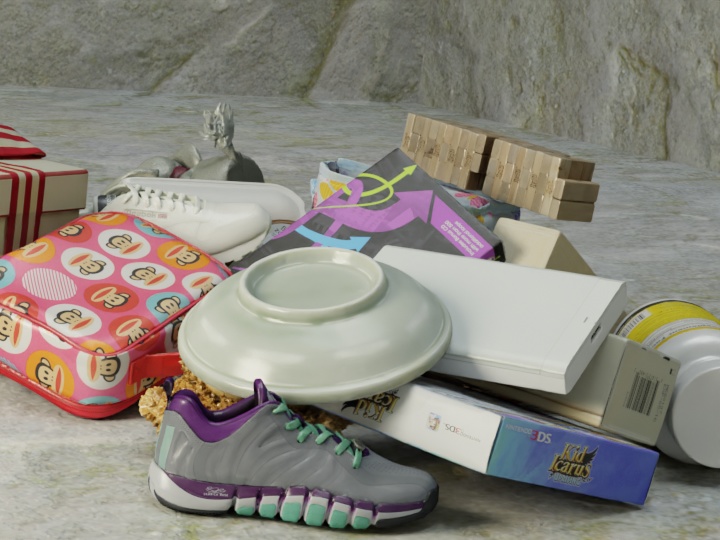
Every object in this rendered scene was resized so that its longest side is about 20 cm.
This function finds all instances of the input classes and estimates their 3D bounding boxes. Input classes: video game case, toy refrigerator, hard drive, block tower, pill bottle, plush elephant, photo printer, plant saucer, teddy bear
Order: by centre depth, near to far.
[{"bbox_3d":[-0.034,0.027,1.435,0.198,0.051,0.200,-3,25,1],"label":"plant saucer"},{"bbox_3d":[0.089,0.116,1.456,0.181,0.046,0.199,16,-1,43],"label":"video game case"},{"bbox_3d":[-0.071,0.086,1.483,0.199,0.067,0.146,6,46,-43],"label":"teddy bear"},{"bbox_3d":[0.083,0.034,1.492,0.199,0.026,0.132,9,33,25],"label":"hard drive"},{"bbox_3d":[0.272,0.095,1.638,0.110,0.112,0.200,6,11,-5],"label":"pill bottle"},{"bbox_3d":[0.168,0.036,1.734,0.070,0.076,0.200,15,-17,34],"label":"toy refrigerator"},{"bbox_3d":[0.125,-0.094,1.809,0.199,0.054,0.058,22,12,42],"label":"block tower"},{"bbox_3d":[-0.155,-0.019,1.867,0.199,0.070,0.167,1,-32,-30],"label":"photo printer"},{"bbox_3d":[-0.183,-0.066,2.111,0.154,0.202,0.164,-8,7,35],"label":"plush elephant"}]

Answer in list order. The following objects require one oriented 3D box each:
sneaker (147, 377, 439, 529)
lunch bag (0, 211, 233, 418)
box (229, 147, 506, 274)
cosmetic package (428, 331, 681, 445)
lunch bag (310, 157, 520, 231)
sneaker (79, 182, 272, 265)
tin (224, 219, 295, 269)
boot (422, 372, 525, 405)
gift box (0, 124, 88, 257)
[{"bbox_3d":[-0.040,0.120,1.337,0.198,0.088,0.074,5,10,-12],"label":"sneaker"},{"bbox_3d":[-0.193,0.035,1.585,0.175,0.082,0.200,25,32,24],"label":"lunch bag"},{"bbox_3d":[0.000,0.000,1.656,0.200,0.036,0.143,-38,56,-15],"label":"box"},{"bbox_3d":[0.136,0.069,1.560,0.199,0.074,0.103,16,-3,37],"label":"cosmetic package"},{"bbox_3d":[0.036,-0.005,1.848,0.199,0.171,0.127,14,12,31],"label":"lunch bag"},{"bbox_3d":[-0.176,-0.038,1.719,0.198,0.081,0.076,-11,14,-3],"label":"sneaker"},{"bbox_3d":[-0.075,0.024,1.741,0.112,0.042,0.200,34,37,5],"label":"tin"},{"bbox_3d":[0.068,0.083,1.719,0.199,0.076,0.107,5,-11,24],"label":"boot"},{"bbox_3d":[-0.357,-0.028,1.652,0.199,0.188,0.184,13,11,24],"label":"gift box"}]
